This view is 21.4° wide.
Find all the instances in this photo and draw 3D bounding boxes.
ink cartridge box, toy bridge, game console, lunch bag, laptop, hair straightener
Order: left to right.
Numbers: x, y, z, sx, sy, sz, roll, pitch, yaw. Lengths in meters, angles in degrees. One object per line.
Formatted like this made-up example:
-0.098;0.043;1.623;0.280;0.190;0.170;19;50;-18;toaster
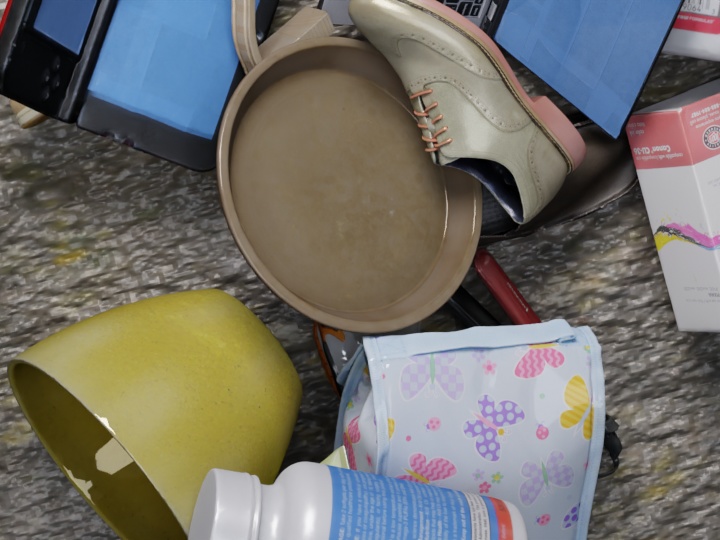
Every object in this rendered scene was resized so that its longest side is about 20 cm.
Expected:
-0.132;-0.182;1.216;0.118;0.172;0.202;19;89;11;game console
-0.049;-0.150;1.281;0.067;0.027;0.201;-43;131;-24;toy bridge
0.071;0.121;1.299;0.168;0.128;0.202;-6;126;-15;lunch bag
0.093;-0.193;1.237;0.198;0.117;0.188;0;139;-18;laptop
0.119;0.080;1.386;0.077;0.041;0.200;-34;107;23;hair straightener
0.269;-0.030;1.339;0.116;0.067;0.202;-21;100;-29;ink cartridge box

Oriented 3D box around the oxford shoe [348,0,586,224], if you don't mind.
0.062;-0.112;1.254;0.200;0.071;0.074;39;72;-15;oxford shoe

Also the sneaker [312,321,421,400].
0.000;0.000;1.346;0.091;0.076;0.202;-21;108;-9;sneaker

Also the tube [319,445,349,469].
-0.067;0.194;1.319;0.199;0.052;0.058;-33;102;38;tube

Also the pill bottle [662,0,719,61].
0.247;-0.246;1.302;0.109;0.111;0.202;8;98;-6;pill bottle

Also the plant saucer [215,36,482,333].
-0.009;-0.055;1.255;0.198;0.029;0.202;9;72;-27;plant saucer

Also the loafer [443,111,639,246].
0.120;-0.054;1.341;0.198;0.071;0.074;-23;100;-1;loafer

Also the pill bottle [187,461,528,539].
-0.004;0.181;1.183;0.198;0.112;0.113;13;98;-13;pill bottle

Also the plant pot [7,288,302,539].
-0.123;0.096;1.300;0.142;0.200;0.201;-40;101;-22;plant pot

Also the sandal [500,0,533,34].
0.128;-0.257;1.299;0.079;0.087;0.202;-1;107;-5;sandal

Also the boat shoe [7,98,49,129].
-0.173;-0.182;1.299;0.200;0.074;0.069;-44;97;-7;boat shoe
